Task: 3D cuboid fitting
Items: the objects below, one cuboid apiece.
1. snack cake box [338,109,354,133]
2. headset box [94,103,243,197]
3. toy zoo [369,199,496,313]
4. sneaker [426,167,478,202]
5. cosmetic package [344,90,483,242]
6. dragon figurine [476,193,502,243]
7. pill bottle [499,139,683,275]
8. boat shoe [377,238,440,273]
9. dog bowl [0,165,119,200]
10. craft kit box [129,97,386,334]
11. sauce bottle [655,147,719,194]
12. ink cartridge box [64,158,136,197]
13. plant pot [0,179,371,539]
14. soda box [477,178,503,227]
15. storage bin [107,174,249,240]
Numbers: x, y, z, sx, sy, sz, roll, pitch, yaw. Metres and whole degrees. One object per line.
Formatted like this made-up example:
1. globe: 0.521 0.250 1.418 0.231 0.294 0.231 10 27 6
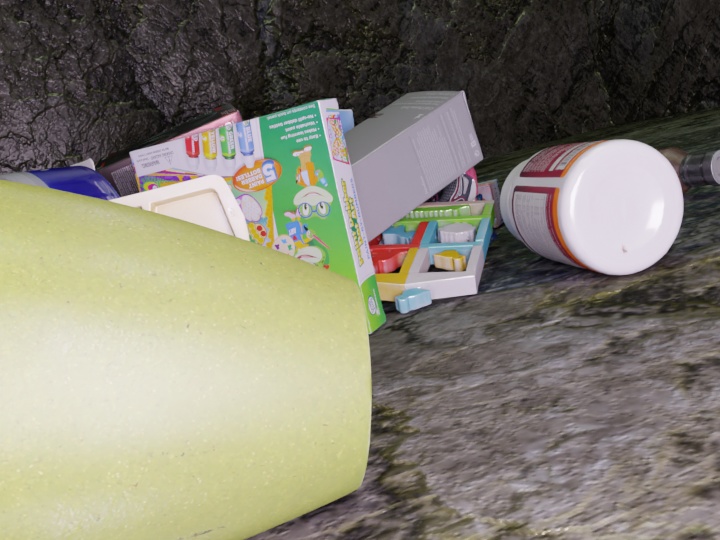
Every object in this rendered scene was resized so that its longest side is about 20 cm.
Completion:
1. snack cake box: -0.058 -0.085 1.063 0.066 0.205 0.114 -7 1 -38
2. headset box: -0.206 -0.130 1.032 0.197 0.078 0.149 -25 18 -5
3. toy zoo: 0.060 -0.018 0.867 0.128 0.021 0.201 -1 28 17
4. sneaker: 0.062 -0.068 1.037 0.074 0.082 0.199 11 -35 -37
5. cosmetic package: 0.022 -0.108 0.927 0.199 0.092 0.106 -34 26 -27
6. dragon figurine: 0.133 -0.062 1.118 0.097 0.060 0.200 -12 9 14
7. pill bottle: 0.199 -0.060 0.799 0.107 0.112 0.200 -14 8 -6
8. boat shoe: 0.019 -0.013 0.959 0.197 0.058 0.069 -17 32 -23
9. dog bowl: -0.274 0.009 0.800 0.078 0.205 0.198 -16 8 -41
10. craft kit box: -0.093 -0.031 0.776 0.196 0.202 0.048 -11 11 23
11. sauce bottle: 0.368 -0.119 1.095 0.064 0.066 0.199 -17 10 -27
12. ink cartridge box: -0.245 -0.012 0.895 0.067 0.204 0.116 -19 10 -40
13. plant pot: -0.099 0.053 0.378 0.195 0.192 0.187 1 5 -10
14. soda box: 0.106 -0.079 1.270 0.196 0.065 0.068 -10 8 22
15. storage bin: -0.134 0.031 0.561 0.194 0.096 0.200 -14 -14 4
